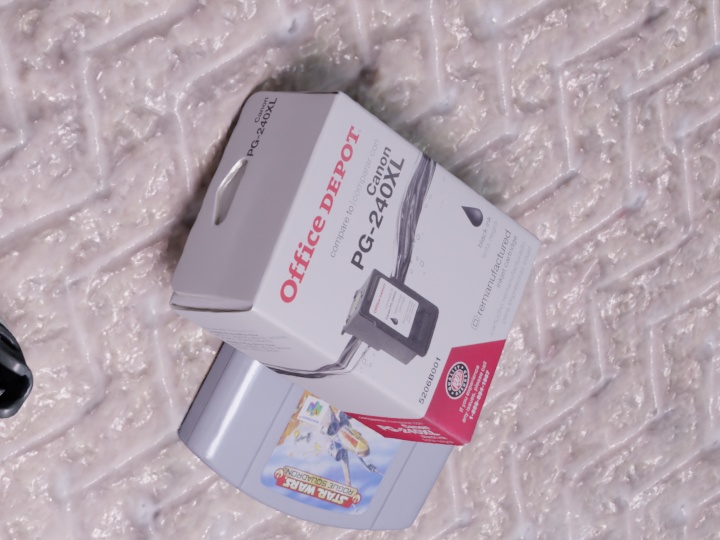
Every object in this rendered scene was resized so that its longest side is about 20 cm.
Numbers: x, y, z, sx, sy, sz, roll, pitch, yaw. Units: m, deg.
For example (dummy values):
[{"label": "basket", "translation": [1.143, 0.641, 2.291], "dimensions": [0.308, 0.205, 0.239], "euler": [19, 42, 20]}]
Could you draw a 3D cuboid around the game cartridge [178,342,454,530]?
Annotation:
[{"label": "game cartridge", "translation": [-0.017, 0.098, 1.400], "dimensions": [0.199, 0.041, 0.134], "euler": [22, 94, -39]}]

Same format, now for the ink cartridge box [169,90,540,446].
[{"label": "ink cartridge box", "translation": [0.000, 0.000, 1.304], "dimensions": [0.199, 0.083, 0.146], "euler": [33, 71, -38]}]

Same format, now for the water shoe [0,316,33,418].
[{"label": "water shoe", "translation": [-0.273, 0.044, 1.173], "dimensions": [0.198, 0.079, 0.072], "euler": [1, 111, -34]}]
